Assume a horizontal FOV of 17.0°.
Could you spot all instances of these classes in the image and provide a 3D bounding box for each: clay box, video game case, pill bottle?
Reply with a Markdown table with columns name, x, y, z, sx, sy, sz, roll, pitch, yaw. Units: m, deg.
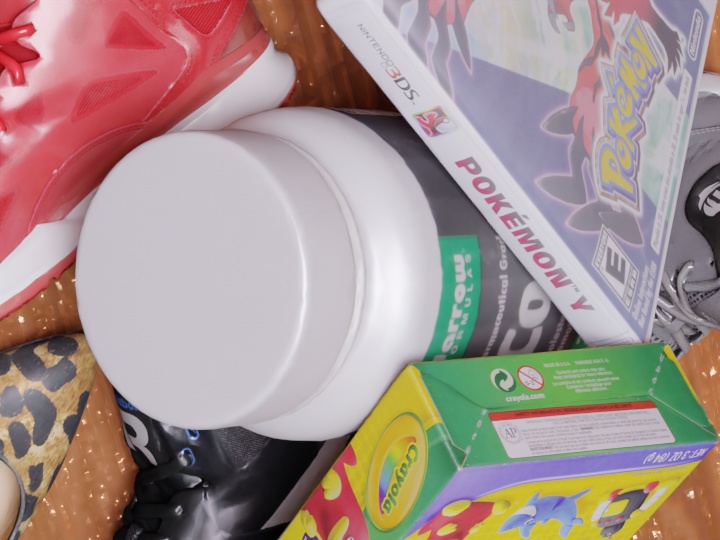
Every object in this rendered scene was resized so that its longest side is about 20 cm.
| name | x | y | z | sx | sy | sz | roll | pitch | yaw |
| --- | --- | --- | --- | --- | --- | --- | --- | --- | --- |
| clay box | 0.026 | 0.105 | 0.850 | 0.115 | 0.048 | 0.200 | -3 | 142 | -35 |
| video game case | 0.065 | -0.099 | 0.852 | 0.182 | 0.023 | 0.200 | 49 | 41 | -32 |
| pill bottle | 0.000 | 0.000 | 0.839 | 0.200 | 0.113 | 0.114 | -5 | 116 | -56 |

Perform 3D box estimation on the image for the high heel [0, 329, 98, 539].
| name | x | y | z | sx | sy | sz | roll | pitch | yaw |
| --- | --- | --- | --- | --- | --- | --- | --- | --- | --- |
| high heel | -0.145 | 0.114 | 0.842 | 0.200 | 0.143 | 0.071 | -46 | 122 | -2 |

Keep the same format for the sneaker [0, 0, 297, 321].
| name | x | y | z | sx | sy | sz | roll | pitch | yaw |
| --- | --- | --- | --- | --- | --- | --- | --- | --- | --- |
| sneaker | -0.127 | -0.060 | 0.833 | 0.200 | 0.078 | 0.116 | -38 | 114 | -22 |

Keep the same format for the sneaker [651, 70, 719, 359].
| name | x | y | z | sx | sy | sz | roll | pitch | yaw |
| --- | --- | --- | --- | --- | --- | --- | --- | --- | --- |
| sneaker | 0.112 | 0.021 | 0.945 | 0.075 | 0.115 | 0.200 | 27 | 97 | -32 |

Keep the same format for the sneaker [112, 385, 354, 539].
| name | x | y | z | sx | sy | sz | roll | pitch | yaw |
| --- | --- | --- | --- | --- | --- | --- | --- | --- | --- |
| sneaker | -0.080 | 0.098 | 0.916 | 0.200 | 0.073 | 0.112 | -43 | 119 | -14 |
